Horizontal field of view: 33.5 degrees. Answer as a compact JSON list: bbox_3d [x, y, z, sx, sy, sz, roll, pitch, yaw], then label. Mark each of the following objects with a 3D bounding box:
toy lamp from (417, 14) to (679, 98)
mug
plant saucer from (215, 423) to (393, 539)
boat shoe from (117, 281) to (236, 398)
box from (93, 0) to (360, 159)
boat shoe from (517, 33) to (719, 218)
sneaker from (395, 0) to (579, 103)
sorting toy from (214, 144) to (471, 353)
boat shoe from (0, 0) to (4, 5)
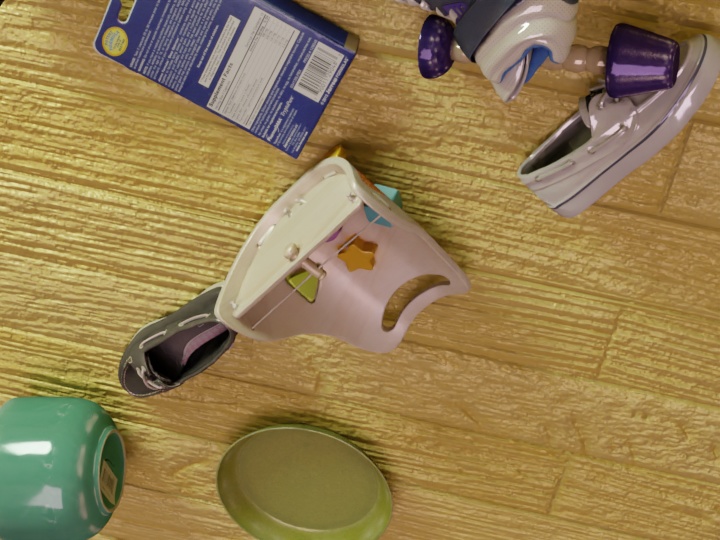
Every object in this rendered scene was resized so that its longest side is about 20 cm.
[{"bbox_3d":[0.145,-0.168,0.928,0.198,0.058,0.059,11,129,21],"label":"toy lamp"},{"bbox_3d":[-0.313,0.208,1.283,0.113,0.185,0.154,0,102,9],"label":"mug"},{"bbox_3d":[-0.060,0.236,1.312,0.197,0.031,0.202,6,128,8],"label":"plant saucer"},{"bbox_3d":[-0.186,0.081,1.204,0.067,0.057,0.199,41,123,-19],"label":"boat shoe"},{"bbox_3d":[-0.114,-0.190,1.003,0.198,0.033,0.122,27,127,-11],"label":"box"},{"bbox_3d":[0.204,-0.121,0.963,0.065,0.074,0.200,30,125,-17],"label":"boat shoe"},{"bbox_3d":[0.069,-0.191,0.877,0.198,0.080,0.148,-6,98,42],"label":"sneaker"},{"bbox_3d":[0.000,0.000,1.087,0.179,0.108,0.200,35,125,-24],"label":"sorting toy"},{"bbox_3d":[-0.303,-0.304,0.940,0.067,0.072,0.202,18,118,3],"label":"boat shoe"}]
